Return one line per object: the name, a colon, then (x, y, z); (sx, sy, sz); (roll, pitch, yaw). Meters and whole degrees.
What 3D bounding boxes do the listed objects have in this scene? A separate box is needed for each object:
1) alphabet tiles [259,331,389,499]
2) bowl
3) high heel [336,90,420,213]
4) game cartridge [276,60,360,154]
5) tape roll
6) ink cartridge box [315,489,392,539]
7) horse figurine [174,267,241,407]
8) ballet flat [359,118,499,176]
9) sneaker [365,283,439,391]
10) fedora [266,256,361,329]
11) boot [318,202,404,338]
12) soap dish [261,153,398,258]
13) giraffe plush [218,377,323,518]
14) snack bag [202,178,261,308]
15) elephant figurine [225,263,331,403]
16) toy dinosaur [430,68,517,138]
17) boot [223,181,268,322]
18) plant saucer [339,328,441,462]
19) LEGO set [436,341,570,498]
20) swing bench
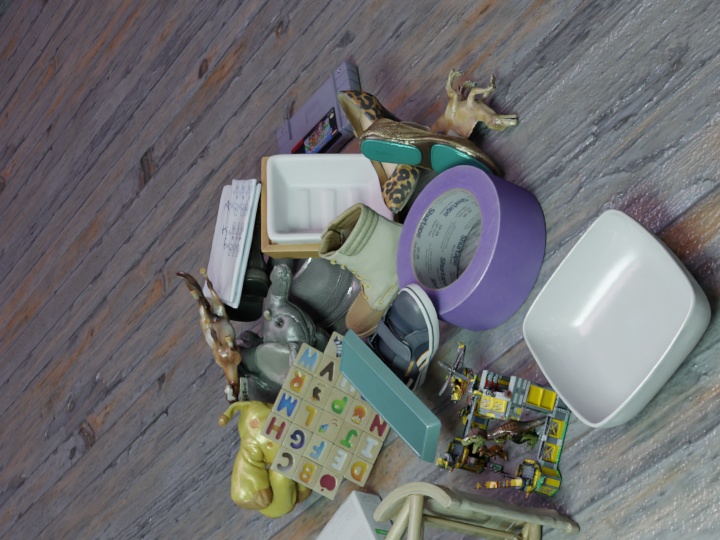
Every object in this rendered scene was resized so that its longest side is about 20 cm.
alphabet tiles: (-0.036, 0.193, 1.667); (0.201, 0.166, 0.006); (-65, 21, -13)
bowl: (0.289, 0.058, 1.377); (0.200, 0.074, 0.200); (-56, 36, 21)
high heel: (0.015, -0.168, 1.760); (0.071, 0.142, 0.201); (-46, 22, 36)
game cartridge: (-0.068, -0.234, 2.053); (0.200, 0.038, 0.131); (-41, 40, 36)
tape roll: (0.140, -0.028, 1.618); (0.199, 0.084, 0.202); (-28, 53, 44)
ink cartridge box: (0.012, 0.397, 1.627); (0.109, 0.050, 0.201); (-55, 39, 22)
horse figurine: (-0.210, 0.084, 1.815); (0.050, 0.133, 0.201); (-22, 53, -8)
ballet flat: (0.098, -0.169, 1.695); (0.071, 0.198, 0.066); (93, -163, -50)
sneaker: (0.047, 0.103, 1.610); (0.079, 0.079, 0.201); (48, 151, 31)
fedora: (-0.080, 0.000, 1.905); (0.199, 0.090, 0.179); (-29, 52, 45)
boot: (0.000, 0.000, 1.736); (0.200, 0.154, 0.072); (-51, 39, 27)
soap dish: (-0.045, -0.091, 1.826); (0.081, 0.198, 0.159); (94, 174, -64)
giraffe plush: (-0.083, 0.237, 1.746); (0.161, 0.172, 0.202); (-12, 96, 30)
snack bag: (-0.199, -0.046, 1.893); (0.200, 0.021, 0.191); (-168, 88, -69)
elephant figurine: (-0.109, 0.112, 1.843); (0.200, 0.154, 0.143); (-41, 35, 43)
toy dinosaur: (0.135, -0.222, 1.739); (0.199, 0.058, 0.102); (-6, 71, 53)
boot: (-0.175, -0.026, 1.945); (0.200, 0.069, 0.176); (131, 145, -56)
plant saucer: (0.032, 0.158, 1.574); (0.200, 0.019, 0.070); (43, 140, 39)
LEGO set: (0.149, 0.181, 1.475); (0.199, 0.115, 0.155); (22, 92, 56)
swing bench: (0.109, 0.338, 1.386); (0.129, 0.198, 0.202); (13, 85, 56)
